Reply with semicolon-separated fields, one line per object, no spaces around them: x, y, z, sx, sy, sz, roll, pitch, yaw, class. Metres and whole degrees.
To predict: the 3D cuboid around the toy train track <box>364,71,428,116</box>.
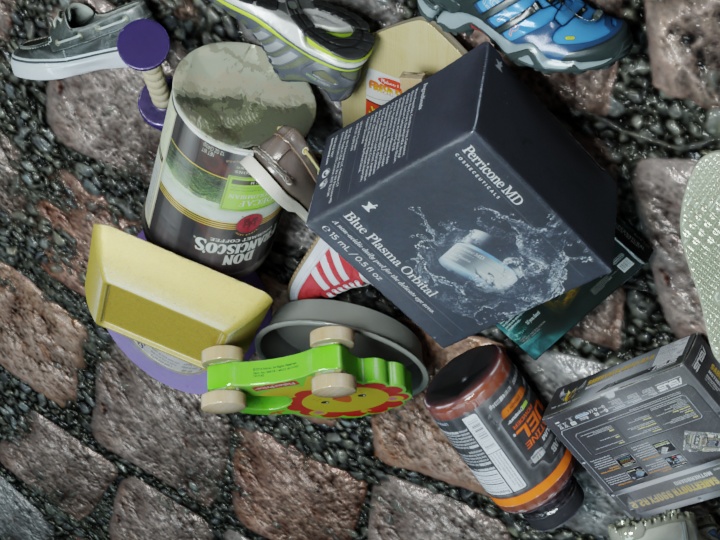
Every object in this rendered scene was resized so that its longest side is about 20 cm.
0.070;-0.106;1.321;0.113;0.033;0.202;9;135;26;toy train track

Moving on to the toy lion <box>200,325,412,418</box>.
-0.050;0.124;1.498;0.197;0.070;0.192;-10;158;16;toy lion

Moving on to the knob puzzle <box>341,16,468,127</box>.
0.064;-0.154;1.329;0.217;0.030;0.222;23;136;24;knob puzzle

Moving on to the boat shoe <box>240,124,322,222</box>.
-0.050;-0.083;1.330;0.072;0.060;0.200;45;-177;22;boat shoe

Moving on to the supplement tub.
0.162;0.185;1.512;0.106;0.107;0.201;-18;116;44;supplement tub

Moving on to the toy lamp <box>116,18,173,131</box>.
-0.205;-0.189;1.420;0.058;0.059;0.200;33;169;5;toy lamp

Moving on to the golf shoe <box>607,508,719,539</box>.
0.321;0.298;1.436;0.078;0.099;0.199;-17;156;36;golf shoe

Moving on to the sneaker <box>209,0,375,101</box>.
-0.078;-0.225;1.324;0.199;0.074;0.082;35;140;21;sneaker

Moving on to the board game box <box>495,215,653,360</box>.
0.178;-0.007;1.382;0.135;0.028;0.200;41;139;0;board game box

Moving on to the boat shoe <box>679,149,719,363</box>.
0.332;-0.012;1.246;0.074;0.062;0.203;1;112;41;boat shoe

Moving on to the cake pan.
-0.018;0.087;1.551;0.197;0.037;0.201;11;154;5;cake pan

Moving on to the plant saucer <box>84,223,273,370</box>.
-0.205;0.042;1.491;0.198;0.049;0.200;22;156;-5;plant saucer

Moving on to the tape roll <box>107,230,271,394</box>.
-0.210;0.045;1.668;0.198;0.085;0.202;20;136;21;tape roll

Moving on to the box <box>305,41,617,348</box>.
0.091;-0.060;1.239;0.199;0.118;0.196;-27;125;36;box

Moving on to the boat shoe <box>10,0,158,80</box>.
-0.291;-0.250;1.481;0.197;0.072;0.072;-5;117;25;boat shoe

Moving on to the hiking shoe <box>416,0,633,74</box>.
0.136;-0.228;1.179;0.198;0.075;0.087;21;137;19;hiking shoe

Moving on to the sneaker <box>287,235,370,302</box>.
0.000;0.000;1.486;0.112;0.071;0.201;38;137;5;sneaker

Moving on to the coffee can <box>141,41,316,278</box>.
-0.137;-0.109;1.428;0.145;0.147;0.201;31;139;7;coffee can

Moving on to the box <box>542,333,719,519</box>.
0.307;0.163;1.419;0.159;0.048;0.199;47;139;-12;box
